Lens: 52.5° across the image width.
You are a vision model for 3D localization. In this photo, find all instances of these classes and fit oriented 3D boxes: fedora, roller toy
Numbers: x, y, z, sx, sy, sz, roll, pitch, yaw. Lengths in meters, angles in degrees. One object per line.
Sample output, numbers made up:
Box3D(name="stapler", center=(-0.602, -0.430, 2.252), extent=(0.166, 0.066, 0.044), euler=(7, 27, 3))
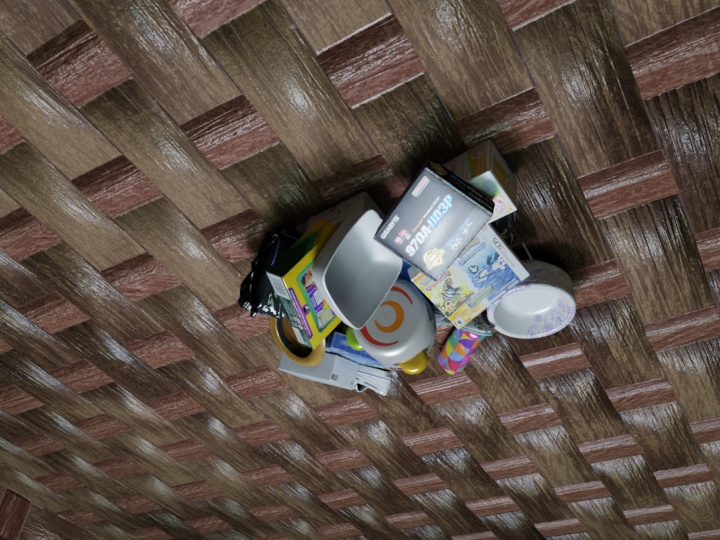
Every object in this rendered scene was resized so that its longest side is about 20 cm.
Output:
Box3D(name="fedora", center=(-0.142, 0.139, 1.812), extent=(0.197, 0.082, 0.205), euler=(21, 128, 28))
Box3D(name="roller toy", center=(0.082, 0.124, 1.672), extent=(0.196, 0.186, 0.140), euler=(19, 167, 25))

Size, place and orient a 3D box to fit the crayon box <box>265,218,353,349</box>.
Box3D(name="crayon box", center=(-0.090, 0.029, 1.519), extent=(0.057, 0.173, 0.203), euler=(17, 140, 39))

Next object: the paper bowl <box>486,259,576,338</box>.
Box3D(name="paper bowl", center=(0.381, 0.056, 1.647), extent=(0.195, 0.106, 0.203), euler=(2, 142, 1))

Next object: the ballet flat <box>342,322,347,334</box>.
Box3D(name="ballet flat", center=(-0.009, 0.135, 1.826), extent=(0.073, 0.065, 0.202), euler=(9, 139, -4))

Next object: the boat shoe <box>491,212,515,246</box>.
Box3D(name="boat shoe", center=(0.289, -0.072, 1.555), extent=(0.072, 0.061, 0.203), euler=(4, 139, 2))

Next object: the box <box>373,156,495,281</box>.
Box3D(name="box", center=(0.139, -0.094, 1.398), extent=(0.157, 0.046, 0.201), euler=(33, 128, -7))

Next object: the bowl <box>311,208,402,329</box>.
Box3D(name="bowl", center=(-0.015, -0.008, 1.491), extent=(0.074, 0.202, 0.201), euler=(17, 152, 38))

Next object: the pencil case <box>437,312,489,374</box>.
Box3D(name="pencil case", center=(0.259, 0.176, 1.824), extent=(0.086, 0.090, 0.202), euler=(14, 140, -9))

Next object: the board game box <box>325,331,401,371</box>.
Box3D(name="board game box", center=(-0.006, 0.210, 1.860), extent=(0.195, 0.044, 0.199), euler=(19, 167, -13))

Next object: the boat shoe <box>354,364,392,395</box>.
Box3D(name="boat shoe", center=(0.001, 0.283, 1.903), extent=(0.196, 0.067, 0.071), euler=(7, 166, 40))

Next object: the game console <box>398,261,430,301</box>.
Box3D(name="game console", center=(0.137, 0.028, 1.652), extent=(0.198, 0.172, 0.119), euler=(31, 107, -26))

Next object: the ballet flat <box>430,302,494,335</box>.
Box3D(name="ballet flat", center=(0.231, 0.103, 1.709), extent=(0.198, 0.073, 0.072), euler=(11, 153, 49))

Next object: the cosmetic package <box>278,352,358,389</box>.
Box3D(name="cosmetic package", center=(-0.110, 0.249, 1.891), extent=(0.196, 0.076, 0.101), euler=(4, 164, 40))

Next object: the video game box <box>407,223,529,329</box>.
Box3D(name="video game box", center=(0.228, 0.003, 1.530), extent=(0.199, 0.047, 0.182), euler=(-39, 118, 15))

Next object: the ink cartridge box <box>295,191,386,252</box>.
Box3D(name="ink cartridge box", center=(-0.040, -0.076, 1.590), extent=(0.197, 0.069, 0.116), euler=(-23, 131, 29))

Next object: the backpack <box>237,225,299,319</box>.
Box3D(name="backpack", center=(-0.176, 0.006, 1.608), extent=(0.151, 0.190, 0.204), euler=(24, 92, -23))

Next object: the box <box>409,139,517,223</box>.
Box3D(name="box", center=(0.201, -0.149, 1.444), extent=(0.197, 0.103, 0.112), euler=(-26, 124, 32))
